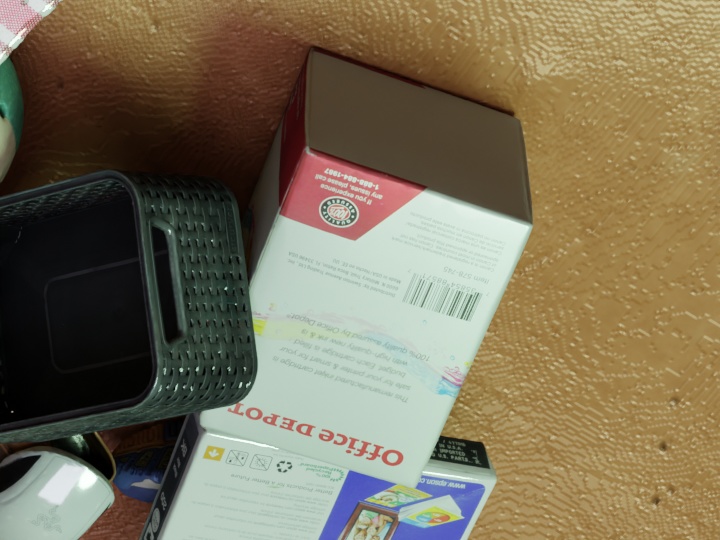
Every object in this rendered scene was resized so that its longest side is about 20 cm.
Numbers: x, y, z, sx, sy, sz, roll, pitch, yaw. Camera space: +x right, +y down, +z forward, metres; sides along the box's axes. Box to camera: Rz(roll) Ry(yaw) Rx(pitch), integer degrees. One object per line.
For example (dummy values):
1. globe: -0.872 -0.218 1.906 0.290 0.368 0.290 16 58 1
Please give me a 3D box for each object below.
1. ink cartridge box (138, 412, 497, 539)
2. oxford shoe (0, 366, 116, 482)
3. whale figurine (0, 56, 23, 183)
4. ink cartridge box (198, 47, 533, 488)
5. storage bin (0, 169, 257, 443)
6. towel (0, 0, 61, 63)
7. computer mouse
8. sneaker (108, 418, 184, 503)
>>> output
1. ink cartridge box: -0.040 0.178 1.652 0.197 0.043 0.200 11 125 -19
2. oxford shoe: -0.224 0.069 1.630 0.071 0.071 0.200 -5 136 46
3. whale figurine: -0.293 -0.103 1.539 0.199 0.104 0.159 0 141 25
4. ink cartridge box: 0.000 0.000 1.564 0.145 0.145 0.200 18 117 -10
5. storage bin: -0.169 0.024 1.510 0.199 0.094 0.136 -12 82 34
6. towel: -0.253 -0.164 1.429 0.146 0.030 0.200 43 100 -8
7. computer mouse: -0.233 0.164 1.666 0.110 0.044 0.200 37 143 -20
8. sneaker: -0.065 0.148 1.690 0.199 0.075 0.088 1 122 0
